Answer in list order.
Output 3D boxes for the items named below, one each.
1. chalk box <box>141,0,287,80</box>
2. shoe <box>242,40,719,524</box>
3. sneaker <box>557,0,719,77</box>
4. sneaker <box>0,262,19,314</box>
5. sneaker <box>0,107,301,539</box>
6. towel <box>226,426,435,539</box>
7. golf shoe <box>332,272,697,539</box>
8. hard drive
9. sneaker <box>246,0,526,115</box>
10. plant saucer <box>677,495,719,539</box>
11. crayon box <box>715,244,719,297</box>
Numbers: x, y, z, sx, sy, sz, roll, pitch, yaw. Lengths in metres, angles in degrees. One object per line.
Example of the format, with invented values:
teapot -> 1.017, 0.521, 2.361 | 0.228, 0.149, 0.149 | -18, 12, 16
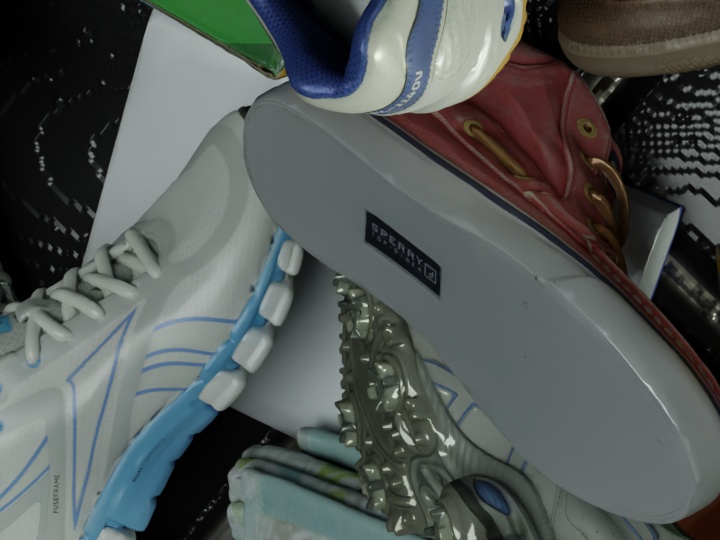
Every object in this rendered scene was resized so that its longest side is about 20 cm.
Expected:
chalk box -> -0.060, -0.170, 0.853 | 0.200, 0.125, 0.124 | 32, 113, 15
shoe -> 0.059, -0.009, 0.801 | 0.200, 0.091, 0.072 | 40, 141, 32
sneaker -> 0.145, -0.123, 0.787 | 0.200, 0.070, 0.076 | -18, 116, 18
sneaker -> -0.159, 0.002, 0.974 | 0.200, 0.075, 0.087 | 41, 110, 12
sneaker -> -0.092, 0.028, 0.878 | 0.087, 0.075, 0.200 | 26, 102, -27
towel -> 0.037, 0.157, 0.897 | 0.200, 0.048, 0.171 | 19, 122, 35
golf shoe -> 0.051, 0.054, 0.835 | 0.078, 0.097, 0.200 | 95, 159, -45
hard drive -> 0.000, 0.000, 0.919 | 0.200, 0.025, 0.132 | 25, 111, 19
sneaker -> -0.025, -0.135, 0.726 | 0.075, 0.088, 0.200 | -34, 84, 30
plant saucer -> 0.157, 0.142, 0.872 | 0.200, 0.032, 0.201 | 6, 103, 24
crayon box -> 0.140, 0.098, 0.777 | 0.051, 0.126, 0.200 | -5, 100, 7
